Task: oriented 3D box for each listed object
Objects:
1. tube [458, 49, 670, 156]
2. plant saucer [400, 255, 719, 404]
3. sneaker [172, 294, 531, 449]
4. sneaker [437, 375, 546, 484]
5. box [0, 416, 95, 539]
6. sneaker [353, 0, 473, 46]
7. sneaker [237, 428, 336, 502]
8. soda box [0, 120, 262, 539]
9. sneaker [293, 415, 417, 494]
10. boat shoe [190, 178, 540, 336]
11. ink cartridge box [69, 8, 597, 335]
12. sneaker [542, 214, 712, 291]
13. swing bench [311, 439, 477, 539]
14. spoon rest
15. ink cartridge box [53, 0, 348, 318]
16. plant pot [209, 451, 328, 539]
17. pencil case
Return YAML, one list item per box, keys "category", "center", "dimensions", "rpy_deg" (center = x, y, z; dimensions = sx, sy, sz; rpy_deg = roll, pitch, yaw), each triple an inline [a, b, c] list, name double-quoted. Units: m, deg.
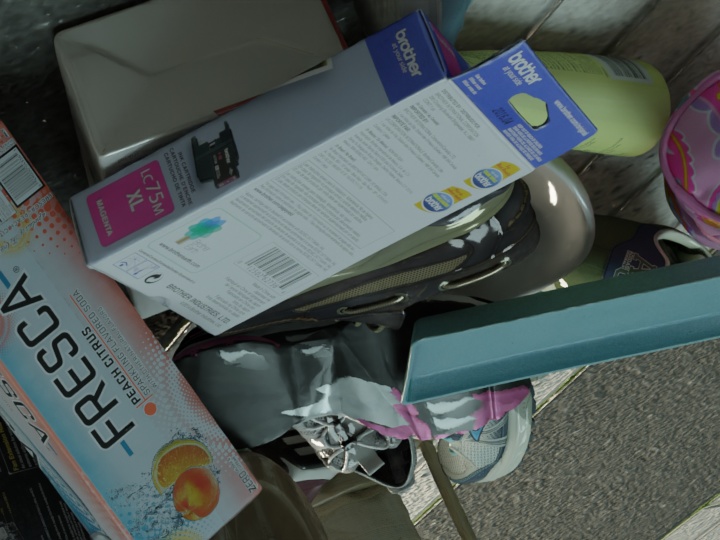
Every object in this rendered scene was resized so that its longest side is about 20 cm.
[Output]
- category: "tube"
  center: [0.072, -0.085, 1.060]
  dimensions: [0.199, 0.052, 0.058]
  rpy_deg: [2, 145, -46]
- category: "plant saucer"
  center: [0.116, 0.027, 1.118]
  dimensions: [0.199, 0.019, 0.070]
  rpy_deg: [-11, 151, -11]
- category: "sneaker"
  center: [-0.009, 0.040, 1.169]
  dimensions: [0.198, 0.086, 0.081]
  rpy_deg: [-1, 111, -6]
- category: "sneaker"
  center: [0.063, 0.069, 1.362]
  dimensions: [0.086, 0.078, 0.201]
  rpy_deg: [-12, 145, -20]
- category: "box"
  center: [-0.184, 0.096, 1.011]
  dimensions: [0.157, 0.201, 0.050]
  rpy_deg: [-14, 148, -23]
- category: "sneaker"
  center: [0.042, -0.140, 0.888]
  dimensions: [0.081, 0.074, 0.200]
  rpy_deg: [-17, 157, -11]
- category: "sneaker"
  center: [-0.103, 0.158, 1.337]
  dimensions: [0.199, 0.076, 0.116]
  rpy_deg: [-2, 124, -41]
- category: "soda box"
  center: [-0.129, 0.034, 0.928]
  dimensions: [0.063, 0.201, 0.068]
  rpy_deg: [-39, -164, -20]
- category: "sneaker"
  center: [-0.006, 0.079, 1.294]
  dimensions: [0.074, 0.082, 0.200]
  rpy_deg: [-30, 154, 13]
- category: "boat shoe"
  center: [0.000, 0.000, 1.086]
  dimensions: [0.199, 0.075, 0.073]
  rpy_deg: [-19, 127, 31]
- category: "ink cartridge box"
  center: [-0.008, -0.043, 0.912]
  dimensions: [0.199, 0.042, 0.119]
  rpy_deg: [-25, 157, 14]
- category: "sneaker"
  center: [0.171, 0.008, 1.271]
  dimensions: [0.200, 0.089, 0.068]
  rpy_deg: [15, 93, -61]
- category: "swing bench"
  center: [-0.015, 0.232, 1.459]
  dimensions: [0.200, 0.200, 0.129]
  rpy_deg: [-35, 157, 25]
- category: "spoon rest"
  center: [0.061, -0.008, 1.179]
  dimensions: [0.061, 0.099, 0.200]
  rpy_deg: [-60, -179, -33]
- category: "ink cartridge box"
  center: [-0.064, -0.048, 0.989]
  dimensions: [0.116, 0.068, 0.200]
  rpy_deg: [-20, 156, -8]
- category: "plant pot"
  center: [-0.111, 0.178, 1.154]
  dimensions: [0.173, 0.201, 0.200]
  rpy_deg: [-25, 158, 22]
- category: "pencil case"
  center: [0.199, -0.056, 1.139]
  dimensions: [0.087, 0.088, 0.200]
  rpy_deg: [-26, 173, 6]
